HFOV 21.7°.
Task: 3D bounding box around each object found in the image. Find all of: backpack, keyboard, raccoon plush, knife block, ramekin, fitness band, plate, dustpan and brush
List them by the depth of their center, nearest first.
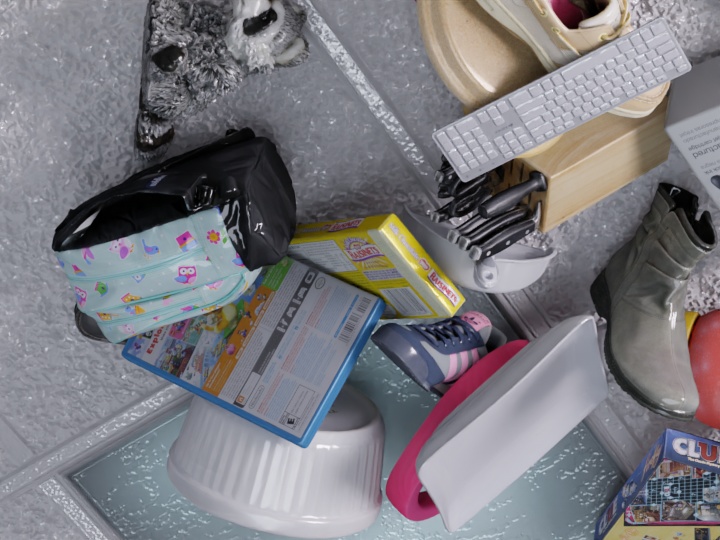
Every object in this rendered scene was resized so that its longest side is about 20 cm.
[{"bbox_3d":[0.154,-0.131,1.448,0.200,0.011,0.056,-26,132,16],"label":"keyboard"},{"bbox_3d":[0.160,-0.076,1.543,0.200,0.176,0.064,5,135,1],"label":"knife block"},{"bbox_3d":[0.101,-0.013,1.572,0.139,0.200,0.057,16,117,-3],"label":"dustpan and brush"},{"bbox_3d":[-0.159,-0.026,1.586,0.200,0.167,0.127,-20,103,14],"label":"backpack"},{"bbox_3d":[-0.119,-0.167,1.597,0.134,0.097,0.200,3,151,-12],"label":"raccoon plush"},{"bbox_3d":[0.130,0.131,1.644,0.200,0.032,0.200,-41,156,-7],"label":"plate"},{"bbox_3d":[-0.069,0.154,1.688,0.202,0.202,0.094,13,106,-2],"label":"ramekin"},{"bbox_3d":[0.099,0.147,1.698,0.037,0.144,0.200,44,119,23],"label":"fitness band"}]

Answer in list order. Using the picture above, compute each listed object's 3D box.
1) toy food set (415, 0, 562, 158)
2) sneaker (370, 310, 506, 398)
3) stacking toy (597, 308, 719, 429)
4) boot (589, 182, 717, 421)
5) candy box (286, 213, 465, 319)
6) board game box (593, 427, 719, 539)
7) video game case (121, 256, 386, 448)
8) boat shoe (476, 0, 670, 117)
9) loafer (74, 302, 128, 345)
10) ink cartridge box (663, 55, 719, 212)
[{"bbox_3d":[0.130,-0.206,1.497,0.198,0.049,0.200,-46,107,-21],"label":"toy food set"},{"bbox_3d":[0.071,0.062,1.643,0.070,0.200,0.082,43,94,20],"label":"sneaker"},{"bbox_3d":[0.300,0.081,1.665,0.200,0.146,0.146,11,120,17],"label":"stacking toy"},{"bbox_3d":[0.258,0.020,1.583,0.068,0.200,0.131,14,125,-22],"label":"boot"},{"bbox_3d":[0.000,0.000,1.616,0.102,0.026,0.200,51,155,-19],"label":"candy box"},{"bbox_3d":[0.310,0.222,1.731,0.135,0.035,0.200,16,145,-4],"label":"board game box"},{"bbox_3d":[-0.094,0.052,1.627,0.200,0.018,0.143,24,78,27],"label":"video game case"},{"bbox_3d":[0.170,-0.191,1.444,0.200,0.074,0.069,34,148,-21],"label":"boat shoe"},{"bbox_3d":[-0.166,0.040,1.697,0.200,0.072,0.073,-7,119,9],"label":"loafer"},{"bbox_3d":[0.364,-0.092,1.551,0.147,0.083,0.200,-22,120,32],"label":"ink cartridge box"}]
